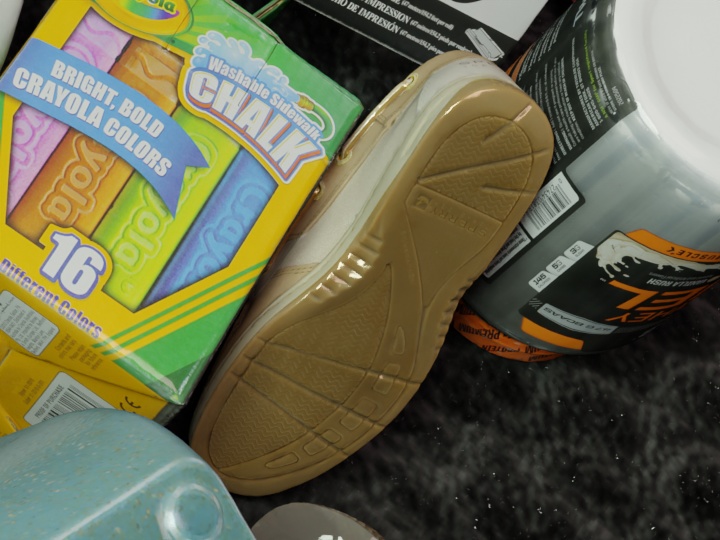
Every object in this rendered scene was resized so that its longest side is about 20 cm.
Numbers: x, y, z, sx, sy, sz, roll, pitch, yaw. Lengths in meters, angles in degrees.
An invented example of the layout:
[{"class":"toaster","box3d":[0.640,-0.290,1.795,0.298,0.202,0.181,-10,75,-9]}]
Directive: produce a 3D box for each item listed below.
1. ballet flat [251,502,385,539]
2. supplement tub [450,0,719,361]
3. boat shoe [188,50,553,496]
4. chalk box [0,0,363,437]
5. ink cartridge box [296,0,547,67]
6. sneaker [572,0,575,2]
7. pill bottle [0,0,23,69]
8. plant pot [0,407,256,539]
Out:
[{"class":"ballet flat","box3d":[0.029,0.171,0.996,0.200,0.046,0.067,45,88,5]},{"class":"supplement tub","box3d":[0.106,-0.042,1.030,0.122,0.200,0.123,10,64,-20]},{"class":"boat shoe","box3d":[0.000,0.000,0.997,0.074,0.200,0.069,32,17,-27]},{"class":"chalk box","box3d":[-0.092,-0.037,0.980,0.124,0.125,0.200,35,56,-8]},{"class":"ink cartridge box","box3d":[-0.010,-0.154,0.994,0.199,0.094,0.044,24,25,-27]},{"class":"sneaker","box3d":[0.120,-0.126,1.154,0.201,0.067,0.108,45,54,-5]},{"class":"pill bottle","box3d":[-0.225,-0.143,0.966,0.199,0.111,0.112,13,63,-13]},{"class":"plant pot","box3d":[-0.108,0.157,0.819,0.196,0.200,0.197,-31,89,-38]}]
